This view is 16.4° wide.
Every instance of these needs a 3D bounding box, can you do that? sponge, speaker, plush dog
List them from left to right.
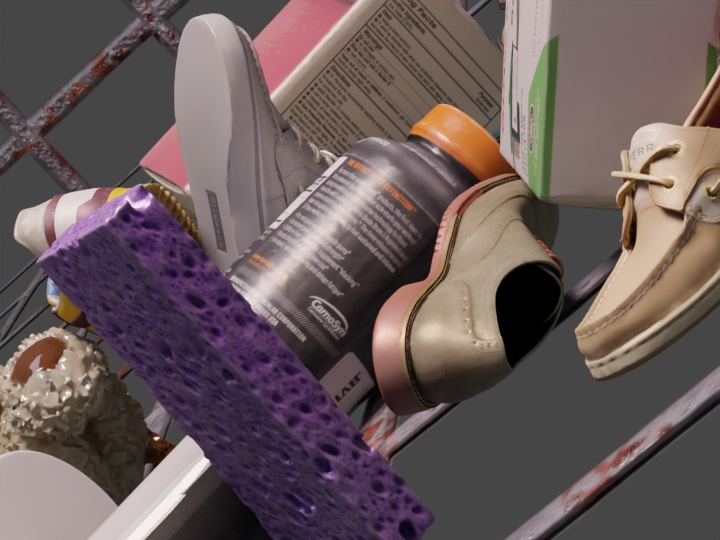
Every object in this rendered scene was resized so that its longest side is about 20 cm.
[{"bbox_3d":[-0.196,0.148,1.501,0.200,0.160,0.172,-13,49,50],"label":"plush dog"},{"bbox_3d":[-0.099,0.152,1.203,0.200,0.081,0.081,-46,11,-17],"label":"speaker"},{"bbox_3d":[-0.059,0.053,1.121,0.030,0.200,0.111,-45,11,-24],"label":"sponge"}]

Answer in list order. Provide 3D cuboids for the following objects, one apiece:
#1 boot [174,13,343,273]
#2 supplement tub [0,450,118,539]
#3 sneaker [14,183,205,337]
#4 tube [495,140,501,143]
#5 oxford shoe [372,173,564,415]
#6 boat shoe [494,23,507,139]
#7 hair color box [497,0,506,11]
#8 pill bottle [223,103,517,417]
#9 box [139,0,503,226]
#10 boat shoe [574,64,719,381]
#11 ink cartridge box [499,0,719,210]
[{"bbox_3d":[-0.045,-0.059,1.431,0.095,0.201,0.073,-18,26,-26],"label":"boot"},{"bbox_3d":[-0.219,0.201,1.327,0.200,0.132,0.132,-38,11,26],"label":"supplement tub"},{"bbox_3d":[-0.133,0.014,1.469,0.090,0.200,0.075,-2,55,17],"label":"sneaker"},{"bbox_3d":[0.049,-0.053,1.577,0.078,0.050,0.200,-55,18,-14],"label":"tube"},{"bbox_3d":[0.073,0.010,1.224,0.074,0.071,0.200,-8,27,26],"label":"oxford shoe"},{"bbox_3d":[0.118,-0.137,1.575,0.072,0.066,0.201,-45,12,-23],"label":"boat shoe"},{"bbox_3d":[0.178,-0.222,1.518,0.199,0.064,0.111,-23,8,-9],"label":"hair color box"},{"bbox_3d":[0.000,0.000,1.370,0.200,0.106,0.106,-45,11,-10],"label":"pill bottle"},{"bbox_3d":[-0.016,-0.087,1.528,0.200,0.128,0.109,-47,23,-6],"label":"box"},{"bbox_3d":[0.143,-0.037,1.078,0.200,0.069,0.074,-50,12,-31],"label":"boat shoe"},{"bbox_3d":[0.119,-0.113,1.216,0.084,0.147,0.200,2,8,-3],"label":"ink cartridge box"}]
